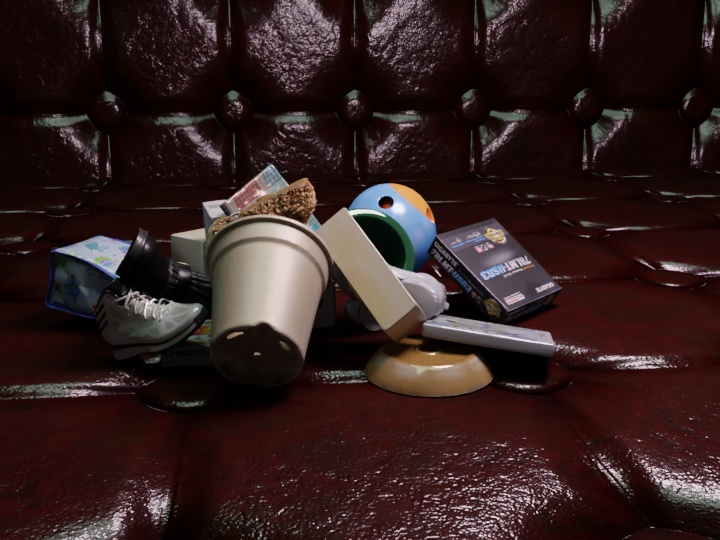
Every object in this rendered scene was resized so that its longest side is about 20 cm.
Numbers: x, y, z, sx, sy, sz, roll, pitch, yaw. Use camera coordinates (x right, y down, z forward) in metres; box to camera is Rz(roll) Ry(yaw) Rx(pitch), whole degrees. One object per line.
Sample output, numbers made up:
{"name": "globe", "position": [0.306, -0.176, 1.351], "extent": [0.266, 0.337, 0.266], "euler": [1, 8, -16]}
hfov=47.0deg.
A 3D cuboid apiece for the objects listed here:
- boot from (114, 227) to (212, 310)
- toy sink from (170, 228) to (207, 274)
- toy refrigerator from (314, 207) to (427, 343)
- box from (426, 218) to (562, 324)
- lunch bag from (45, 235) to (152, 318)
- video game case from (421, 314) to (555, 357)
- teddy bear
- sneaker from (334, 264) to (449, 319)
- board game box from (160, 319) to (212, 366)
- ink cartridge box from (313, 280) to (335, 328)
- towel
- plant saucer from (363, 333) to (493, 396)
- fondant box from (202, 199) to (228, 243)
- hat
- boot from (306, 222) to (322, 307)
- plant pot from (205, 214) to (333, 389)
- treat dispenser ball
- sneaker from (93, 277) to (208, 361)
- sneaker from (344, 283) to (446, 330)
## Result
{"name": "boot", "position": [-0.302, 0.010, 1.323], "extent": [0.155, 0.081, 0.211], "euler": [26, -14, -8]}
{"name": "toy sink", "position": [-0.266, -0.016, 1.639], "extent": [0.110, 0.134, 0.198], "euler": [11, 19, 40]}
{"name": "toy refrigerator", "position": [0.013, 0.009, 1.264], "extent": [0.069, 0.201, 0.076], "euler": [-37, -24, 3]}
{"name": "box", "position": [0.252, -0.001, 1.544], "extent": [0.198, 0.050, 0.199], "euler": [-15, 54, -45]}
{"name": "lunch bag", "position": [-0.431, 0.024, 1.482], "extent": [0.195, 0.131, 0.170], "euler": [13, 16, 9]}
{"name": "video game case", "position": [0.201, 0.099, 1.294], "extent": [0.195, 0.023, 0.182], "euler": [8, 3, 11]}
{"name": "teddy bear", "position": [-0.157, -0.073, 1.300], "extent": [0.197, 0.068, 0.144], "euler": [-30, 18, -16]}
{"name": "sneaker", "position": [0.053, 0.028, 1.356], "extent": [0.197, 0.077, 0.114], "euler": [23, 6, 25]}
{"name": "board game box", "position": [-0.212, 0.113, 1.323], "extent": [0.194, 0.036, 0.126], "euler": [-1, 15, -6]}
{"name": "ink cartridge box", "position": [-0.133, 0.038, 1.517], "extent": [0.144, 0.088, 0.200], "euler": [-4, 13, -14]}
{"name": "towel", "position": [-0.132, -0.069, 1.413], "extent": [0.022, 0.201, 0.147], "euler": [-31, 11, 48]}
{"name": "plant saucer", "position": [0.102, 0.134, 1.240], "extent": [0.195, 0.036, 0.201], "euler": [-1, 14, 0]}
{"name": "fondant box", "position": [-0.239, -0.012, 1.470], "extent": [0.057, 0.205, 0.144], "euler": [-7, 15, -14]}
{"name": "hat", "position": [0.000, 0.000, 1.494], "extent": [0.195, 0.170, 0.176], "euler": [1, -23, -20]}
{"name": "boot", "position": [-0.140, -0.023, 1.347], "extent": [0.195, 0.134, 0.068], "euler": [14, -19, -11]}
{"name": "plant pot", "position": [-0.139, 0.058, 1.196], "extent": [0.195, 0.203, 0.186], "euler": [0, 44, 1]}
{"name": "treat dispenser ball", "position": [0.061, -0.079, 1.731], "extent": [0.195, 0.206, 0.201], "euler": [0, 14, 0]}
{"name": "sneaker", "position": [-0.327, 0.062, 1.240], "extent": [0.197, 0.117, 0.076], "euler": [-18, 24, 28]}
{"name": "sneaker", "position": [0.066, 0.054, 1.488], "extent": [0.196, 0.079, 0.080], "euler": [-7, 8, -30]}
